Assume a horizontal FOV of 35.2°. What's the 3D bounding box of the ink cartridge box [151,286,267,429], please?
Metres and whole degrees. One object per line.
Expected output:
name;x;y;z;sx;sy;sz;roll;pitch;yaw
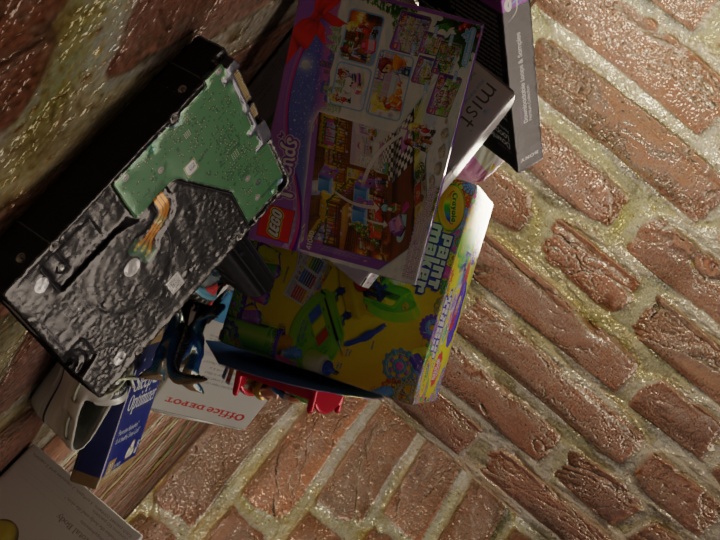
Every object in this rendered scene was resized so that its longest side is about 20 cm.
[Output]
ink cartridge box;-0.156;0.087;1.364;0.200;0.144;0.085;-53;-142;25

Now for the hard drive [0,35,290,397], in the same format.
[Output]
hard drive;-0.135;-0.032;0.717;0.200;0.038;0.140;-50;151;-16

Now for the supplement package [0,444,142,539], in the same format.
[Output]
supplement package;-0.353;0.318;1.151;0.200;0.152;0.151;-49;177;-38

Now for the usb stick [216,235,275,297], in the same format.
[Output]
usb stick;-0.113;-0.030;0.874;0.033;0.055;0.200;-60;159;-14

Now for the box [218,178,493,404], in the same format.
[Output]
box;0.000;0.000;1.059;0.122;0.191;0.201;21;87;-75

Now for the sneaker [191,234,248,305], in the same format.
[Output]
sneaker;-0.143;-0.034;1.011;0.200;0.079;0.096;-57;168;-78

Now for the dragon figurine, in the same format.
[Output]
dragon figurine;-0.154;0.052;1.001;0.200;0.058;0.100;160;-56;-82

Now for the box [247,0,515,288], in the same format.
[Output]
box;-0.001;-0.117;0.945;0.200;0.176;0.097;-52;177;2

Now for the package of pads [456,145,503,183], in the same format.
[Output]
package of pads;0.065;-0.161;1.244;0.076;0.121;0.200;-48;-152;-15

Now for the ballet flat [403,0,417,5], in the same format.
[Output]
ballet flat;0.043;-0.191;1.063;0.201;0.062;0.068;86;27;-43

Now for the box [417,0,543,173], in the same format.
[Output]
box;0.103;-0.202;1.014;0.036;0.143;0.201;-27;134;-17

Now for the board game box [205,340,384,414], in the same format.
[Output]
board game box;-0.069;0.110;1.073;0.200;0.157;0.039;-156;-100;-76

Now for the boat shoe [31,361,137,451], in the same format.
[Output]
boat shoe;-0.219;0.084;0.974;0.073;0.067;0.200;-26;162;-43

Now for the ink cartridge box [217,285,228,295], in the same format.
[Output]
ink cartridge box;-0.114;-0.060;1.199;0.200;0.050;0.109;-52;179;40

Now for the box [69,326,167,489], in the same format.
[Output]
box;-0.218;0.101;1.090;0.121;0.032;0.201;-17;124;-86

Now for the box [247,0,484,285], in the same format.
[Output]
box;0.003;-0.104;0.856;0.039;0.136;0.201;-59;164;-74
